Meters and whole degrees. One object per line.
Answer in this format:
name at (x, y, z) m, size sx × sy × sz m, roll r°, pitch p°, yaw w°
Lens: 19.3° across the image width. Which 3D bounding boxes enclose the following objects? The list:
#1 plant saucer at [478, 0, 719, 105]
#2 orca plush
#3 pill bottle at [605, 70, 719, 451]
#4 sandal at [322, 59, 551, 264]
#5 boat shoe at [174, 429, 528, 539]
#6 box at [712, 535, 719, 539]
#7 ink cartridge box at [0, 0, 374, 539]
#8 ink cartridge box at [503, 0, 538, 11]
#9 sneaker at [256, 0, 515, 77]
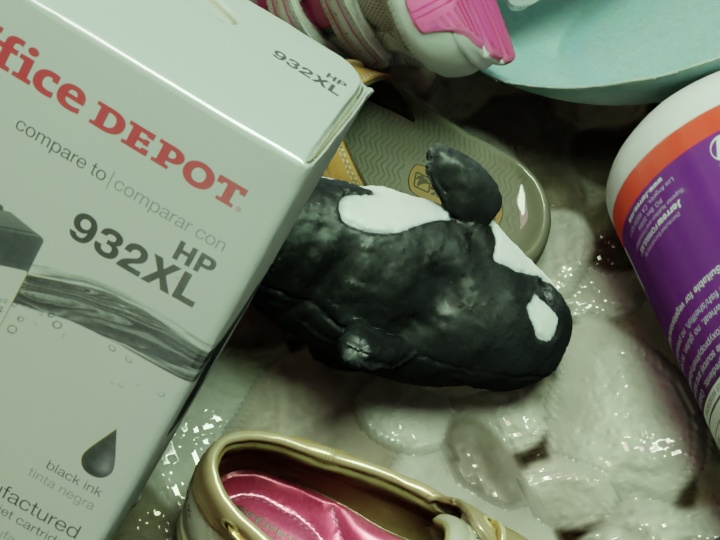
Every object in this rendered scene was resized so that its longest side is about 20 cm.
plant saucer at (0.139, -0.119, 0.905) m, size 0.200 × 0.039 × 0.201 m, roll -18°, pitch 31°, yaw 11°
orca plush at (0.000, 0.000, 0.781) m, size 0.200 × 0.105 × 0.071 m, roll 42°, pitch 22°, yaw -29°
pill bottle at (0.177, 0.024, 0.807) m, size 0.112 × 0.113 × 0.201 m, roll -13°, pitch 59°, yaw -15°
sandal at (-0.004, -0.045, 0.828) m, size 0.199 × 0.055 × 0.082 m, roll 22°, pitch 68°, yaw -21°
boat shoe at (0.025, 0.115, 0.755) m, size 0.199 × 0.069 × 0.074 m, roll 21°, pitch 57°, yaw 7°
box at (0.141, 0.152, 0.564) m, size 0.199 × 0.050 × 0.198 m, roll -18°, pitch 40°, yaw -42°
ink cartridge box at (-0.109, -0.009, 0.722) m, size 0.145 × 0.201 × 0.084 m, roll 31°, pitch 28°, yaw 0°
ink cartridge box at (0.041, -0.231, 0.909) m, size 0.083 × 0.145 × 0.201 m, roll -29°, pitch 50°, yaw 1°
sneaker at (0.004, -0.114, 0.869) m, size 0.088 × 0.200 × 0.082 m, roll -23°, pitch 105°, yaw -1°
